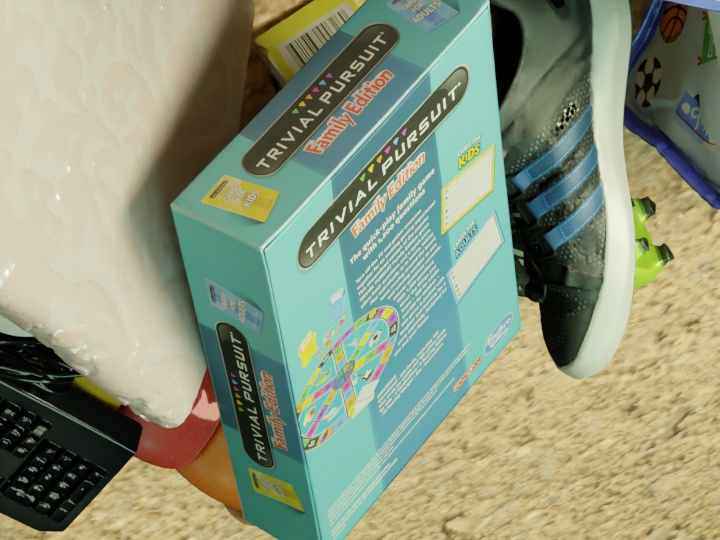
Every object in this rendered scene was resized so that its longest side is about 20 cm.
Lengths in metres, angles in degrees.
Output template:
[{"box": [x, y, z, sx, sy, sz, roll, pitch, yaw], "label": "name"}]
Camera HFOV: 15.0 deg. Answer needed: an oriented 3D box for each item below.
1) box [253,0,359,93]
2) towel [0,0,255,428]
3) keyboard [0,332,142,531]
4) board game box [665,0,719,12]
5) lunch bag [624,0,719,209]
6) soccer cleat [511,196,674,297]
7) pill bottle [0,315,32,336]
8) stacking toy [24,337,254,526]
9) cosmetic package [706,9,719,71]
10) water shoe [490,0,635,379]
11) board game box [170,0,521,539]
[{"box": [0.012, -0.041, 1.244, 0.050, 0.075, 0.200, -33, 148, -4], "label": "box"}, {"box": [-0.103, -0.060, 1.036, 0.032, 0.192, 0.200, -3, 158, 24], "label": "towel"}, {"box": [-0.190, 0.050, 1.165, 0.199, 0.040, 0.104, 28, 121, -21], "label": "keyboard"}, {"box": [0.125, -0.186, 0.976, 0.044, 0.200, 0.135, 11, 112, -2], "label": "board game box"}, {"box": [0.236, -0.128, 1.259, 0.169, 0.124, 0.201, 2, 121, -40], "label": "lunch bag"}, {"box": [0.081, -0.021, 1.342, 0.081, 0.068, 0.200, -27, 152, 23], "label": "soccer cleat"}, {"box": [-0.172, -0.045, 1.054, 0.111, 0.111, 0.200, -35, 148, 10], "label": "pill bottle"}, {"box": [-0.104, 0.026, 1.234, 0.199, 0.147, 0.146, 16, 130, -26], "label": "stacking toy"}, {"box": [0.227, -0.155, 1.099, 0.200, 0.085, 0.108, -48, 145, -18], "label": "cosmetic package"}, {"box": [0.076, -0.050, 1.227, 0.078, 0.071, 0.201, -5, 101, -17], "label": "water shoe"}, {"box": [0.000, 0.000, 1.116, 0.151, 0.047, 0.201, -48, 149, -29], "label": "board game box"}]
